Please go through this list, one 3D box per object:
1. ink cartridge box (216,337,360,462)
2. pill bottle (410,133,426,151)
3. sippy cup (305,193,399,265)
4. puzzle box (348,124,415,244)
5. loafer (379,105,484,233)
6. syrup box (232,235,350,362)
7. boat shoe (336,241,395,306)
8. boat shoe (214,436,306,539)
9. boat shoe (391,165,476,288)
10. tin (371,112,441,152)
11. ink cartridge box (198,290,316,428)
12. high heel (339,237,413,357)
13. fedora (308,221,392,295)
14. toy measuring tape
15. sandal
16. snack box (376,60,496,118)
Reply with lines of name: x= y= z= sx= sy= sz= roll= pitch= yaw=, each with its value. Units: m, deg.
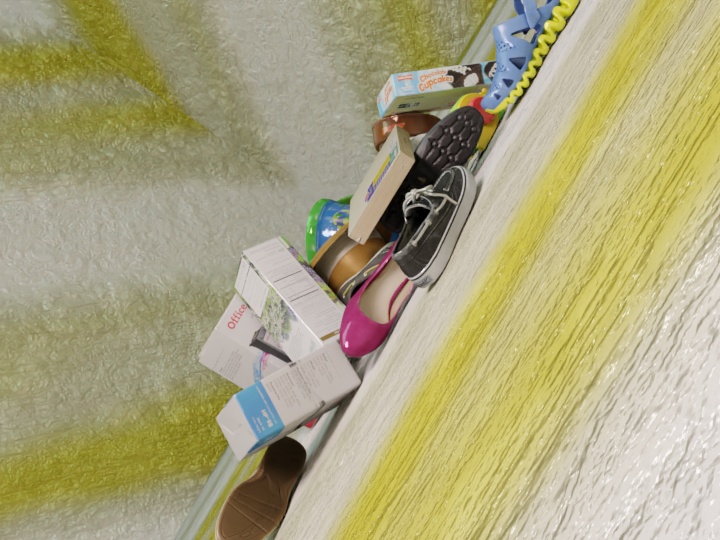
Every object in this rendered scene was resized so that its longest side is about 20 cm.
ink cartridge box: x=-0.077 y=0.159 z=1.358 sx=0.198 sy=0.067 sz=0.116 roll=-27 pitch=-12 yaw=-27
pill bottle: x=0.080 y=-0.138 z=1.626 sx=0.114 sy=0.112 sz=0.200 roll=-59 pitch=4 yaw=-16
sippy cup: x=-0.007 y=-0.051 z=1.769 sx=0.139 sy=0.128 sz=0.182 roll=16 pitch=-104 yaw=-66
puzzle box: x=0.027 y=-0.121 z=1.458 sx=0.134 sy=0.025 sz=0.200 roll=-58 pitch=9 yaw=16
loafer: x=0.094 y=-0.140 z=1.444 sx=0.202 sy=0.068 sz=0.070 roll=-52 pitch=5 yaw=5
syrup box: x=-0.091 y=0.053 z=1.512 sx=0.081 sy=0.200 sz=0.079 roll=-23 pitch=-32 yaw=-38
boat shoe: x=0.006 y=0.041 z=1.506 sx=0.202 sy=0.071 sz=0.061 roll=-52 pitch=3 yaw=38
boat shoe: x=-0.129 y=0.295 z=1.343 sx=0.066 sy=0.071 sz=0.201 roll=-63 pitch=-3 yaw=36
boat shoe: x=0.083 y=-0.069 z=1.285 sx=0.073 sy=0.068 sz=0.201 roll=-28 pitch=28 yaw=47
tin: x=0.093 y=-0.205 z=1.686 sx=0.110 sy=0.043 sz=0.199 roll=-14 pitch=-14 yaw=25
ink cartridge box: x=-0.120 y=0.117 z=1.575 sx=0.086 sy=0.198 sz=0.148 roll=-54 pitch=6 yaw=40
high heel: x=0.038 y=0.022 z=1.342 sx=0.200 sy=0.067 sz=0.096 roll=-49 pitch=-7 yaw=-38
fedora: x=0.000 y=0.000 z=1.600 sx=0.200 sy=0.082 sz=0.202 roll=-38 pitch=-21 yaw=-17
toy measuring tape: x=0.145 y=-0.188 z=1.500 sx=0.202 sy=0.073 sz=0.074 roll=-60 pitch=5 yaw=-26
sandal: x=0.214 y=-0.310 z=1.450 sx=0.202 sy=0.086 sz=0.079 roll=-61 pitch=6 yaw=-3
snack box: x=0.131 y=-0.272 z=1.582 sx=0.116 sy=0.196 sz=0.038 roll=142 pitch=118 yaw=-76
